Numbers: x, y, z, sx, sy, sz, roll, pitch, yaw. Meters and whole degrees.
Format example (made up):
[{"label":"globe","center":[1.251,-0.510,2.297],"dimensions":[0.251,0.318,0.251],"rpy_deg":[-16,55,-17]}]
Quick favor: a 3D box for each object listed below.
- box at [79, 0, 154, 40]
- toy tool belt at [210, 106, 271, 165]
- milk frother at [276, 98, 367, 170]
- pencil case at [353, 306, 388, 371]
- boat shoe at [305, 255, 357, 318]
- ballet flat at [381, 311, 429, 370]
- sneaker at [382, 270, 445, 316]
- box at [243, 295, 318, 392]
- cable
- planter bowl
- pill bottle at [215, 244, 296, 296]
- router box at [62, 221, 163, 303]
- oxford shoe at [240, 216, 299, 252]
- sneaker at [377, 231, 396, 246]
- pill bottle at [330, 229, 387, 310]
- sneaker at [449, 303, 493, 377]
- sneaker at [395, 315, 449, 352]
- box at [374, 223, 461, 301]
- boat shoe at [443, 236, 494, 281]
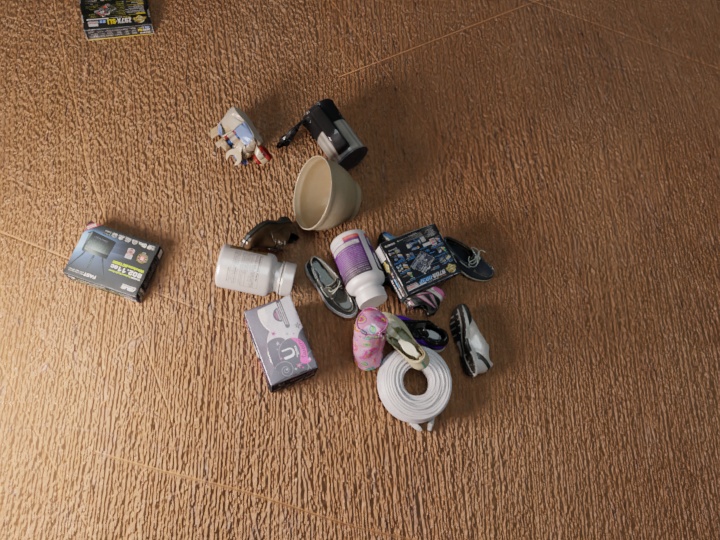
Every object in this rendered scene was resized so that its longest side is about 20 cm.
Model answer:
[{"label":"box","center":[-0.750,-0.794,1.675],"dimensions":[0.197,0.049,0.162],"rpy_deg":[-13,76,-15]},{"label":"toy tool belt","center":[-0.348,-0.361,1.571],"dimensions":[0.122,0.125,0.201],"rpy_deg":[-36,75,12]},{"label":"milk frother","center":[-0.118,-0.370,1.607],"dimensions":[0.200,0.180,0.189],"rpy_deg":[-41,78,23]},{"label":"pencil case","center":[0.025,0.178,1.386],"dimensions":[0.086,0.201,0.088],"rpy_deg":[2,54,-3]},{"label":"boat shoe","center":[-0.081,0.047,1.483],"dimensions":[0.072,0.071,0.200],"rpy_deg":[-41,83,-21]},{"label":"ballet flat","center":[0.101,0.173,1.407],"dimensions":[0.069,0.070,0.200],"rpy_deg":[-36,60,-20]},{"label":"sneaker","center":[0.135,0.064,1.514],"dimensions":[0.197,0.080,0.087],"rpy_deg":[22,72,1]},{"label":"box","center":[-0.202,0.186,1.388],"dimensions":[0.130,0.115,0.202],"rpy_deg":[-19,75,-16]},{"label":"cable","center":[0.141,0.296,1.435],"dimensions":[0.198,0.069,0.202],"rpy_deg":[28,68,1]},{"label":"planter bowl","center":[-0.082,-0.204,1.523],"dimensions":[0.133,0.199,0.203],"rpy_deg":[8,66,-36]},{"label":"pill bottle","center":[-0.273,0.006,1.440],"dimensions":[0.197,0.115,0.116],"rpy_deg":[12,69,-6]},{"label":"router box","center":[-0.635,-0.021,1.412],"dimensions":[0.197,0.062,0.152],"rpy_deg":[18,70,-3]},{"label":"oxford shoe","center":[-0.234,-0.087,1.460],"dimensions":[0.085,0.073,0.199],"rpy_deg":[49,38,13]},{"label":"sneaker","center":[0.139,-0.053,1.569],"dimensions":[0.198,0.078,0.091],"rpy_deg":[32,54,-6]},{"label":"pill bottle","center":[0.000,0.000,1.479],"dimensions":[0.110,0.112,0.202],"rpy_deg":[-16,65,-15]},{"label":"sneaker","center":[0.307,0.190,1.512],"dimensions":[0.079,0.074,0.203],"rpy_deg":[-5,75,-27]},{"label":"sneaker","center":[0.147,0.157,1.468],"dimensions":[0.197,0.100,0.070],"rpy_deg":[16,68,-1]},{"label":"box","center":[0.158,-0.026,1.487],"dimensions":[0.198,0.046,0.160],"rpy_deg":[-22,76,-28]},{"label":"boat shoe","center":[0.311,-0.037,1.580],"dimensions":[0.199,0.062,0.075],"rpy_deg":[33,58,-8]}]
